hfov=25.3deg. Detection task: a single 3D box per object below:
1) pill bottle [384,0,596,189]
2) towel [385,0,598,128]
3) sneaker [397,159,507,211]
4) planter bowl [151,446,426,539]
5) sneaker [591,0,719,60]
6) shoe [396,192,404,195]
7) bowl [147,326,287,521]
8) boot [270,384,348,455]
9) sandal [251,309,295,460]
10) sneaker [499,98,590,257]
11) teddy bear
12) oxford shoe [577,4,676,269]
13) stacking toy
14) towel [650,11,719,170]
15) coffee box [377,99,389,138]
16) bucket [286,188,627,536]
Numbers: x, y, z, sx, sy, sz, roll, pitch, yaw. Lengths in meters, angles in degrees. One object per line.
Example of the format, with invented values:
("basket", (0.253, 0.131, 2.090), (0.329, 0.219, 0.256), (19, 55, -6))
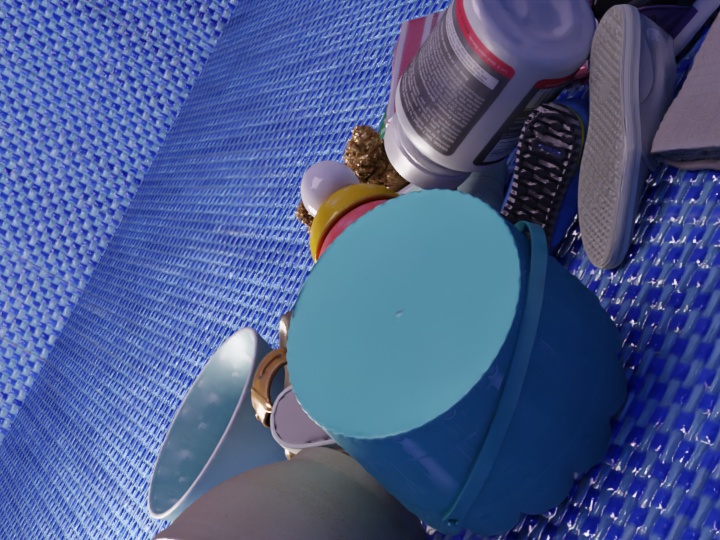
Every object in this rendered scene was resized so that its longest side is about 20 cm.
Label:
("pill bottle", (0.094, -0.149, 1.277), (0.200, 0.110, 0.111), (-52, 17, 51))
("towel", (0.119, -0.190, 1.415), (0.199, 0.030, 0.147), (-12, 41, 22))
("sneaker", (0.057, -0.021, 1.416), (0.201, 0.073, 0.119), (-50, 23, 34))
("planter bowl", (-0.035, 0.213, 1.138), (0.135, 0.200, 0.200), (-48, 9, -31))
("sneaker", (0.251, -0.250, 1.194), (0.200, 0.087, 0.076), (-53, 18, 25))
("shoe", (0.000, 0.000, 1.331), (0.070, 0.053, 0.201), (-31, 29, 41))
("bowl", (-0.110, 0.166, 1.540), (0.201, 0.105, 0.201), (-53, 18, 26))
("boot", (0.051, 0.124, 1.208), (0.199, 0.144, 0.073), (-4, 68, 26))
("sandal", (-0.065, 0.094, 1.335), (0.200, 0.054, 0.081), (-102, 17, -63))
("sneaker", (0.139, -0.038, 1.251), (0.078, 0.066, 0.201), (-6, -58, -59))
("teddy bear", (0.032, -0.092, 1.489), (0.200, 0.144, 0.067), (-46, 54, 38))
("oxford shoe", (0.198, -0.097, 1.167), (0.075, 0.057, 0.202), (151, 130, -63))
("stacking toy", (0.007, -0.021, 1.244), (0.146, 0.146, 0.200), (-53, 49, 22))
("towel", (0.268, -0.130, 1.048), (0.133, 0.034, 0.200), (-61, 16, -6))
("coffee box", (0.064, -0.165, 1.677), (0.123, 0.044, 0.201), (-39, 27, 52))
("bucket", (0.060, 0.055, 1.047), (0.206, 0.135, 0.208), (-19, 53, 27))
